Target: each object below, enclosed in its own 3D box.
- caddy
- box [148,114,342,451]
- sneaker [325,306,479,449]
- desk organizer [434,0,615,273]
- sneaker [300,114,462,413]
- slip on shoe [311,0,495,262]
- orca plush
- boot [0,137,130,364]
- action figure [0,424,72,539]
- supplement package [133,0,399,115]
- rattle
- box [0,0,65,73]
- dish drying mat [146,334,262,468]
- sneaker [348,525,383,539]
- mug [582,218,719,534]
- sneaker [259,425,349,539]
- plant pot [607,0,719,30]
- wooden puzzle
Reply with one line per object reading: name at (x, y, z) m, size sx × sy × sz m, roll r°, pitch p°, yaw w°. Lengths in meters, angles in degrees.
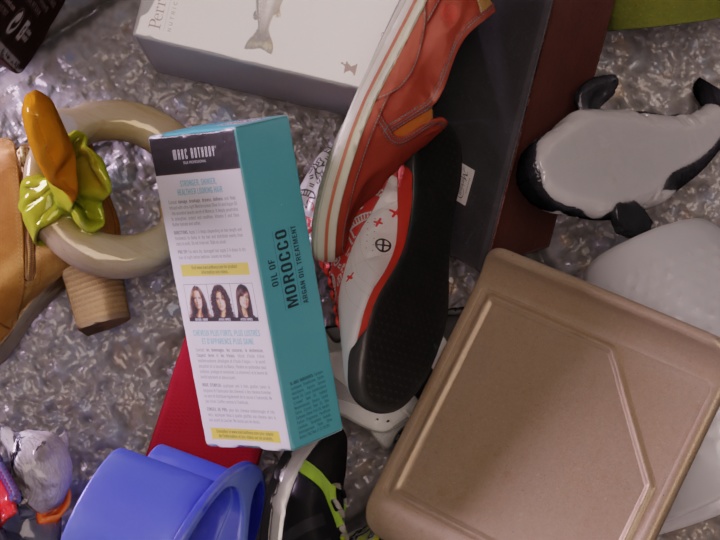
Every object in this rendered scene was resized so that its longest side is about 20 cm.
caddy at (-0.126, 0.204, 1.130) m, size 0.104 × 0.141 × 0.202 m, roll 24°, pitch 94°, yaw 16°
box at (-0.071, 0.008, 1.121) m, size 0.082 × 0.049 × 0.202 m, roll -1°, pitch 102°, yaw 43°
sneaker at (0.035, 0.072, 1.205) m, size 0.198 × 0.074 × 0.089 m, roll -10°, pitch 86°, yaw 10°
desk organizer at (0.101, -0.108, 1.192) m, size 0.071 × 0.077 × 0.202 m, roll 31°, pitch 121°, yaw 33°
sneaker at (0.001, 0.000, 1.170) m, size 0.067 × 0.107 × 0.203 m, roll 28°, pitch 64°, yaw -40°
slip on shoe at (0.022, -0.093, 1.110) m, size 0.061 × 0.074 × 0.201 m, roll 26°, pitch 95°, yaw -4°
orca plush at (0.168, -0.080, 1.203) m, size 0.200 × 0.071 × 0.106 m, roll -36°, pitch 101°, yaw -35°
boot at (-0.261, -0.009, 1.217) m, size 0.199 × 0.071 × 0.145 m, roll -17°, pitch 79°, yaw -7°
action figure at (-0.260, 0.152, 1.152) m, size 0.193 × 0.104 × 0.201 m, roll -36°, pitch 63°, yaw 21°
supplement package at (-0.038, -0.177, 1.203) m, size 0.198 × 0.117 × 0.118 m, roll 13°, pitch 87°, yaw 2°
rattle at (-0.116, -0.070, 1.160) m, size 0.198 × 0.143 × 0.131 m, roll 11°, pitch 47°, yaw -6°
box at (-0.280, -0.261, 1.186) m, size 0.199 × 0.166 × 0.165 m, roll 30°, pitch 86°, yaw 3°
dish drying mat at (-0.097, 0.102, 1.197) m, size 0.076 × 0.018 × 0.202 m, roll 21°, pitch 103°, yaw 12°
sneaker at (0.025, 0.185, 1.181) m, size 0.199 × 0.077 × 0.076 m, roll -34°, pitch 67°, yaw -7°
mug at (0.196, 0.075, 1.176) m, size 0.199 × 0.147 × 0.177 m, roll -26°, pitch 74°, yaw 23°
sneaker at (-0.022, 0.194, 1.137) m, size 0.082 × 0.072 × 0.202 m, roll 7°, pitch 69°, yaw 18°
plant pot at (0.196, -0.266, 1.198) m, size 0.185 × 0.187 × 0.202 m, roll -7°, pitch 100°, yaw -1°
wooden puzzle at (0.116, 0.107, 1.108) m, size 0.184 × 0.037 × 0.201 m, roll 23°, pitch 88°, yaw 34°
